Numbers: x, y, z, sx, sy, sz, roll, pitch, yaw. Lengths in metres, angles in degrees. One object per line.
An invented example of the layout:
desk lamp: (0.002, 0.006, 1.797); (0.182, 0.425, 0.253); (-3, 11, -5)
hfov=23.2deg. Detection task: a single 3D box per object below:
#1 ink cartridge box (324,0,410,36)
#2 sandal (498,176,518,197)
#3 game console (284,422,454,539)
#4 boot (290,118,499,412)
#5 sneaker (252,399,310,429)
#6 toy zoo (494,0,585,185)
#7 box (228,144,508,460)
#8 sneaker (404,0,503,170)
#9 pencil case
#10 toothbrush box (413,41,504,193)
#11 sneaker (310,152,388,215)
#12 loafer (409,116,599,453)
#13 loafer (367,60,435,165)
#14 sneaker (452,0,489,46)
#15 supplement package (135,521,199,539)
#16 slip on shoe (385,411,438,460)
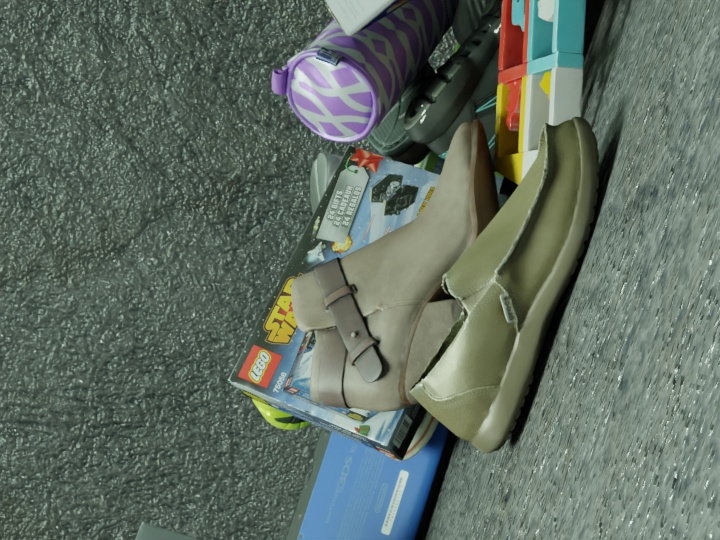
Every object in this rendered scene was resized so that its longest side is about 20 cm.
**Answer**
ink cartridge box: (0.094, -0.258, 1.234); (0.198, 0.047, 0.200); (-37, 2, -42)
sandal: (0.093, -0.015, 1.312); (0.076, 0.043, 0.200); (112, 175, -61)
game console: (0.013, 0.177, 1.392); (0.118, 0.171, 0.200); (24, -98, -50)
boot: (0.024, -0.001, 1.202); (0.070, 0.146, 0.200); (49, -146, -54)
sneaker: (-0.008, 0.072, 1.528); (0.084, 0.200, 0.074); (42, 140, 47)
toy zoo: (0.120, -0.137, 1.173); (0.131, 0.020, 0.200); (-173, 86, -78)
box: (0.010, 0.020, 1.258); (0.200, 0.137, 0.040); (-63, -27, -13)
sneaker: (0.118, -0.160, 1.291); (0.200, 0.079, 0.075); (-51, 14, 4)
pencil case: (0.011, -0.176, 1.323); (0.200, 0.085, 0.084); (-53, -27, -45)
toothbrush box: (0.101, -0.117, 1.457); (0.146, 0.086, 0.200); (-75, 2, -54)
sneaker: (0.000, 0.000, 1.392); (0.070, 0.080, 0.201); (-113, 24, -55)
loafer: (0.083, 0.003, 1.004); (0.076, 0.067, 0.200); (-171, 99, -88)
loafer: (0.041, -0.139, 1.407); (0.072, 0.063, 0.200); (-43, 29, 18)
sneaker: (0.132, -0.227, 1.396); (0.200, 0.074, 0.082); (-49, -2, -29)
supplement package: (-0.088, 0.305, 1.151); (0.191, 0.200, 0.147); (-73, 2, -58)
slip on shoe: (0.026, 0.043, 1.304); (0.074, 0.061, 0.200); (-26, 56, 52)
